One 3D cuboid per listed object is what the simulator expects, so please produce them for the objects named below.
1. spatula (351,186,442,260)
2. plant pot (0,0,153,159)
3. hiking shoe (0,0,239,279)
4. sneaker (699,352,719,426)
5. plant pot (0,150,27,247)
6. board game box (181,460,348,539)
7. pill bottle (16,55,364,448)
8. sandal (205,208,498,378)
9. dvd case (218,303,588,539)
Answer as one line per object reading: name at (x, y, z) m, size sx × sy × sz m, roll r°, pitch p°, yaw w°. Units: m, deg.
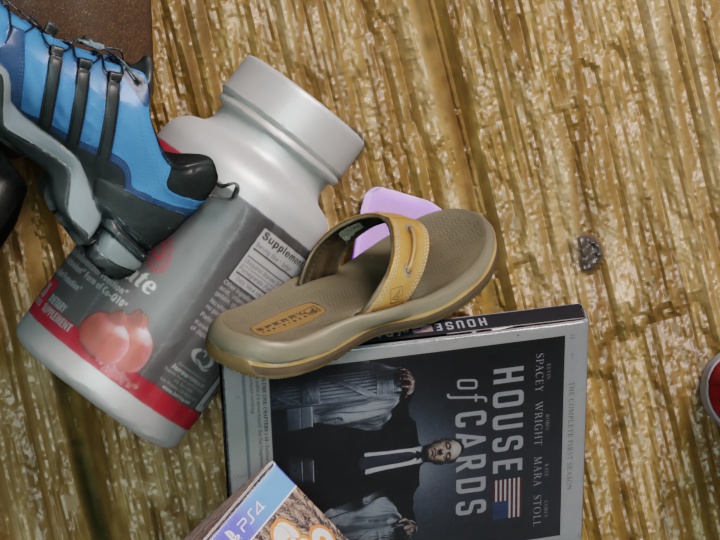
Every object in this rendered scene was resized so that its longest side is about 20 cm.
spatula at (0.006, 0.055, 1.333) m, size 0.056 × 0.021 × 0.201 m, roll 15°, pitch 90°, yaw -7°
plant pot at (-0.189, -0.169, 1.261) m, size 0.186 × 0.187 × 0.201 m, roll -22°, pitch 106°, yaw -2°
hiking shoe at (-0.151, -0.094, 1.191) m, size 0.087 × 0.074 × 0.200 m, roll -38°, pitch 115°, yaw -4°
sneaker at (0.289, 0.096, 1.299) m, size 0.199 × 0.112 × 0.072 m, roll 19°, pitch 89°, yaw -2°
plant pot at (-0.288, -0.032, 1.246) m, size 0.177 × 0.199 × 0.200 m, roll -42°, pitch 91°, yaw -13°
board game box at (-0.044, 0.234, 1.257) m, size 0.200 × 0.097 × 0.159 m, roll 47°, pitch 125°, yaw -2°
pill bottle at (-0.088, -0.013, 1.286) m, size 0.111 × 0.111 × 0.200 m, roll 36°, pitch 88°, yaw -2°
sandal at (0.000, 0.000, 1.252) m, size 0.199 × 0.080 × 0.054 m, roll -23°, pitch 120°, yaw -39°
dvd case at (0.025, 0.096, 1.289) m, size 0.199 × 0.025 × 0.151 m, roll -6°, pitch 122°, yaw -7°
